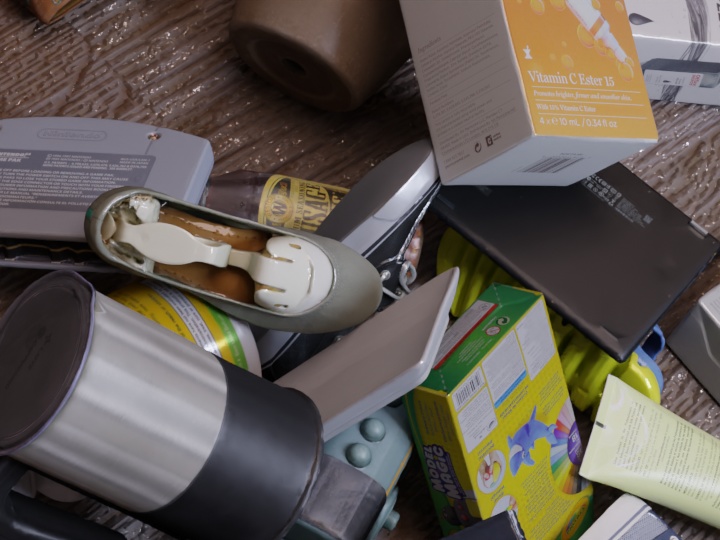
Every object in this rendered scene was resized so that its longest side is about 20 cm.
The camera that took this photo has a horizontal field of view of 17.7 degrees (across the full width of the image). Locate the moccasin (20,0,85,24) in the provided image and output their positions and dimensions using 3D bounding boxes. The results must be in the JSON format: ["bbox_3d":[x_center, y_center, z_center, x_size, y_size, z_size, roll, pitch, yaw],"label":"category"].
[{"bbox_3d":[-0.167,-0.243,1.731,0.201,0.074,0.078,-30,81,-33],"label":"moccasin"}]

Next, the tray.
[{"bbox_3d":[-0.014,0.078,1.476,0.022,0.200,0.107,46,35,-15],"label":"tray"}]

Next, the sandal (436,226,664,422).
[{"bbox_3d":[0.141,0.032,1.658,0.200,0.080,0.087,41,40,7],"label":"sandal"}]

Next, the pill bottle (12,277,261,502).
[{"bbox_3d":[-0.173,0.082,1.503,0.200,0.111,0.111,-28,70,-29],"label":"pill bottle"}]

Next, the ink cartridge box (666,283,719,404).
[{"bbox_3d":[0.341,0.034,1.713,0.200,0.067,0.116,-30,72,-30],"label":"ink cartridge box"}]

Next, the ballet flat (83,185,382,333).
[{"bbox_3d":[-0.080,-0.003,1.473,0.200,0.064,0.068,16,90,-7],"label":"ballet flat"}]

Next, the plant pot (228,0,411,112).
[{"bbox_3d":[-0.007,-0.218,1.708,0.200,0.200,0.175,29,72,3],"label":"plant pot"}]

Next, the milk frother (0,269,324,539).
[{"bbox_3d":[-0.124,0.131,1.358,0.188,0.200,0.181,29,94,-35],"label":"milk frother"}]

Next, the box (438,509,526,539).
[{"bbox_3d":[0.045,0.283,1.398,0.200,0.124,0.197,-23,67,0],"label":"box"}]

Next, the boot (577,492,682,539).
[{"bbox_3d":[0.157,0.234,1.530,0.090,0.073,0.200,39,56,16],"label":"boot"}]

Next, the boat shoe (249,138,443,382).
[{"bbox_3d":[0.001,0.001,1.585,0.068,0.074,0.199,39,89,-21],"label":"boat shoe"}]

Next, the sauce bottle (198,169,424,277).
[{"bbox_3d":[-0.056,-0.035,1.640,0.199,0.066,0.066,10,57,-10],"label":"sauce bottle"}]

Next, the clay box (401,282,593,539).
[{"bbox_3d":[0.095,0.123,1.539,0.048,0.200,0.115,14,43,37],"label":"clay box"}]

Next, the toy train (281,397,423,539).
[{"bbox_3d":[-0.005,0.132,1.521,0.085,0.114,0.200,30,56,3],"label":"toy train"}]

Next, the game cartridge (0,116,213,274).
[{"bbox_3d":[-0.206,-0.054,1.573,0.199,0.041,0.134,4,44,12],"label":"game cartridge"}]

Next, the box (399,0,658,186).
[{"bbox_3d":[0.108,-0.167,1.576,0.124,0.097,0.201,-2,73,-41],"label":"box"}]

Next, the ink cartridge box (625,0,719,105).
[{"bbox_3d":[0.234,-0.214,1.826,0.199,0.085,0.146,5,58,-16],"label":"ink cartridge box"}]

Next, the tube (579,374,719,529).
[{"bbox_3d":[0.244,0.146,1.599,0.200,0.052,0.058,26,24,-17],"label":"tube"}]

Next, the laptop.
[{"bbox_3d":[0.159,-0.034,1.683,0.187,0.116,0.200,39,62,9],"label":"laptop"}]
